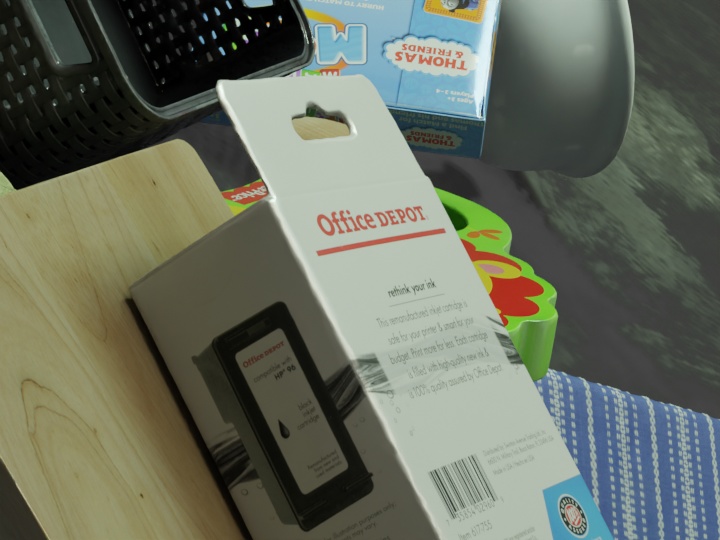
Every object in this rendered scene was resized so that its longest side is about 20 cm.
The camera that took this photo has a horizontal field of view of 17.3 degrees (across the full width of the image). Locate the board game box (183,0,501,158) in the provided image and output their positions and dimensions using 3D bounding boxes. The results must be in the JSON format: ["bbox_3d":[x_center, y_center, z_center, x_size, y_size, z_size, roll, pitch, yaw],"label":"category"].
[{"bbox_3d":[0.000,-0.154,1.223,0.151,0.037,0.200,8,54,3],"label":"board game box"}]

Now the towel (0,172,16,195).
[{"bbox_3d":[-0.162,0.006,0.880,0.200,0.037,0.148,51,27,23],"label":"towel"}]

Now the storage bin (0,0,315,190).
[{"bbox_3d":[-0.117,-0.122,1.051,0.136,0.094,0.200,64,25,-3],"label":"storage bin"}]

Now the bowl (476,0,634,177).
[{"bbox_3d":[0.068,-0.140,1.344,0.090,0.201,0.201,-16,49,-19],"label":"bowl"}]

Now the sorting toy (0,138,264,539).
[{"bbox_3d":[-0.077,0.072,0.786,0.200,0.070,0.199,59,27,2],"label":"sorting toy"}]

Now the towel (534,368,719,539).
[{"bbox_3d":[0.111,0.121,1.001,0.200,0.024,0.145,17,63,-42],"label":"towel"}]

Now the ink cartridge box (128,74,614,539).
[{"bbox_3d":[-0.001,0.037,0.800,0.116,0.068,0.200,-10,71,-62],"label":"ink cartridge box"}]

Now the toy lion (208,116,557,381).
[{"bbox_3d":[0.000,0.000,0.978,0.191,0.069,0.200,18,20,25],"label":"toy lion"}]
